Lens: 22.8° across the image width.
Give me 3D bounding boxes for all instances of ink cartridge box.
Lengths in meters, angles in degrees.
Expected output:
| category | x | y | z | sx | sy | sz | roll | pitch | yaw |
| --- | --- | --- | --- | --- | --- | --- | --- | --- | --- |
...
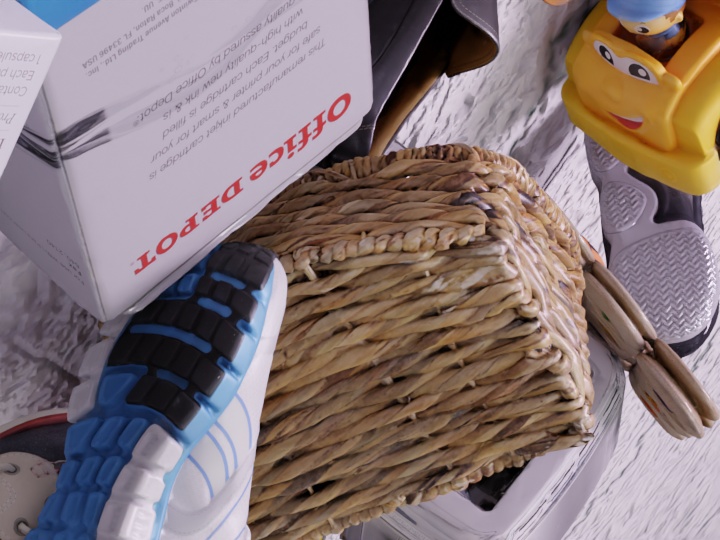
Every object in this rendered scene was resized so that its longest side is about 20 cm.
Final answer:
| category | x | y | z | sx | sy | sz | roll | pitch | yaw |
| --- | --- | --- | --- | --- | --- | --- | --- | --- | --- |
| ink cartridge box | -0.074 | -0.100 | 0.619 | 0.146 | 0.086 | 0.200 | -41 | 154 | -23 |

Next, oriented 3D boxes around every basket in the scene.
| category | x | y | z | sx | sy | sz | roll | pitch | yaw |
| --- | --- | --- | --- | --- | --- | --- | --- | --- | --- |
| basket | -0.012 | 0.014 | 0.788 | 0.200 | 0.149 | 0.143 | -23 | 119 | 18 |

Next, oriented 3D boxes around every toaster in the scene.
| category | x | y | z | sx | sy | sz | roll | pitch | yaw |
| --- | --- | --- | --- | --- | --- | --- | --- | --- | --- |
| toaster | 0.075 | 0.096 | 0.992 | 0.200 | 0.114 | 0.129 | -49 | 165 | -16 |

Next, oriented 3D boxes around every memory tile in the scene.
| category | x | y | z | sx | sy | sz | roll | pitch | yaw |
| --- | --- | --- | --- | --- | --- | --- | --- | --- | --- |
| memory tile | 0.136 | 0.029 | 0.969 | 0.017 | 0.153 | 0.200 | -38 | 171 | 0 |

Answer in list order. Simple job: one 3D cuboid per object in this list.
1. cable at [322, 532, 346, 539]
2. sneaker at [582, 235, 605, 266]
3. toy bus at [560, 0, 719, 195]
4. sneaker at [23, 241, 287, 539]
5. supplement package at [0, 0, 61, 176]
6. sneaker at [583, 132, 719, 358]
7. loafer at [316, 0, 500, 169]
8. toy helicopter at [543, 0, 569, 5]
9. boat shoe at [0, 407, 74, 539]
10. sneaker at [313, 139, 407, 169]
| category | x | y | z | sx | sy | sz | roll | pitch | yaw |
| --- | --- | --- | --- | --- | --- | --- | --- | --- | --- |
| cable | -0.008 | 0.084 | 1.051 | 0.097 | 0.050 | 0.200 | -6 | 117 | -40 |
| sneaker | 0.083 | 0.056 | 1.124 | 0.200 | 0.078 | 0.112 | -60 | 153 | -12 |
| toy bus | 0.187 | -0.170 | 0.949 | 0.200 | 0.136 | 0.192 | -47 | 141 | -7 |
| sneaker | -0.070 | 0.087 | 0.677 | 0.087 | 0.075 | 0.200 | 35 | 72 | -43 |
| supplement package | -0.192 | -0.008 | 0.504 | 0.114 | 0.109 | 0.200 | -6 | 128 | -57 |
| sneaker | 0.174 | -0.030 | 1.070 | 0.114 | 0.075 | 0.200 | 75 | 15 | -61 |
| loafer | 0.036 | -0.114 | 0.807 | 0.200 | 0.072 | 0.073 | -46 | 153 | -16 |
| toy helicopter | 0.024 | -0.170 | 0.643 | 0.079 | 0.132 | 0.200 | -51 | 155 | -5 |
| boat shoe | -0.150 | 0.102 | 0.687 | 0.200 | 0.063 | 0.071 | -6 | 113 | -26 |
| sneaker | 0.000 | 0.000 | 0.893 | 0.099 | 0.078 | 0.200 | -43 | 153 | -13 |
